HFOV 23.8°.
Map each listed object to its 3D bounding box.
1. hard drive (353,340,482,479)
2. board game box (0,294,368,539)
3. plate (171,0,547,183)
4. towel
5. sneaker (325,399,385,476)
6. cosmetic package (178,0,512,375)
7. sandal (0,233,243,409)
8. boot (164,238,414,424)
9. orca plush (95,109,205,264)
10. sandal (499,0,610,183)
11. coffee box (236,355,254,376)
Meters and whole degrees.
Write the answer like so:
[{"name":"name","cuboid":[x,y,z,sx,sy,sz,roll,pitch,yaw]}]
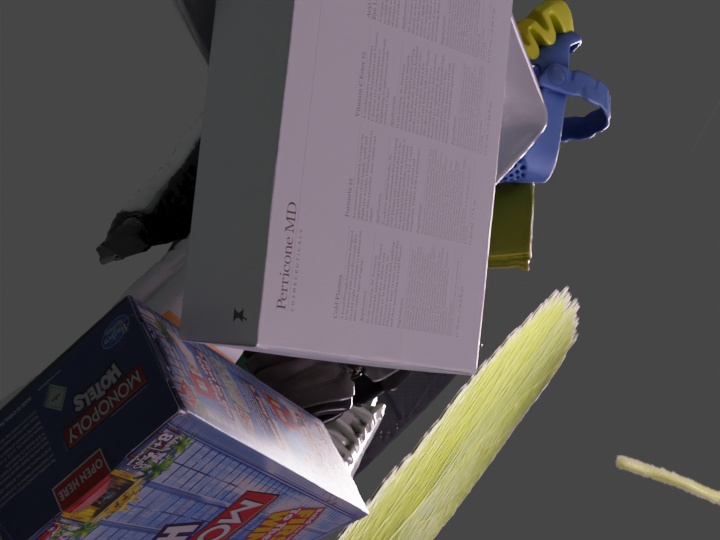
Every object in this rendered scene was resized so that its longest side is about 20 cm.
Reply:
[{"name":"hard drive","cuboid":[-0.019,0.101,1.206,0.135,0.042,0.200,4,136,-49]},{"name":"board game box","cuboid":[-0.098,0.110,0.785,0.200,0.062,0.200,-40,150,20]},{"name":"plate","cuboid":[0.002,-0.101,0.815,0.200,0.032,0.201,-47,125,-36]},{"name":"towel","cuboid":[0.070,-0.055,1.104,0.200,0.086,0.018,-80,161,-57]},{"name":"sneaker","cuboid":[-0.027,0.097,1.018,0.080,0.070,0.200,-41,-173,5]},{"name":"cosmetic package","cuboid":[-0.001,-0.060,0.751,0.150,0.051,0.201,12,83,-52]},{"name":"sandal","cuboid":[-0.102,0.051,0.815,0.207,0.059,0.079,-42,166,3]},{"name":"boot","cuboid":[0.000,0.000,0.931,0.200,0.132,0.070,-35,170,-27]},{"name":"orca plush","cuboid":[-0.041,-0.066,0.840,0.200,0.071,0.105,-47,163,-37]},{"name":"sandal","cuboid":[0.089,-0.087,1.065,0.200,0.087,0.080,-43,178,-25]},{"name":"coffee box","cuboid":[-0.096,0.083,0.962,0.123,0.044,0.200,-38,178,33]}]
